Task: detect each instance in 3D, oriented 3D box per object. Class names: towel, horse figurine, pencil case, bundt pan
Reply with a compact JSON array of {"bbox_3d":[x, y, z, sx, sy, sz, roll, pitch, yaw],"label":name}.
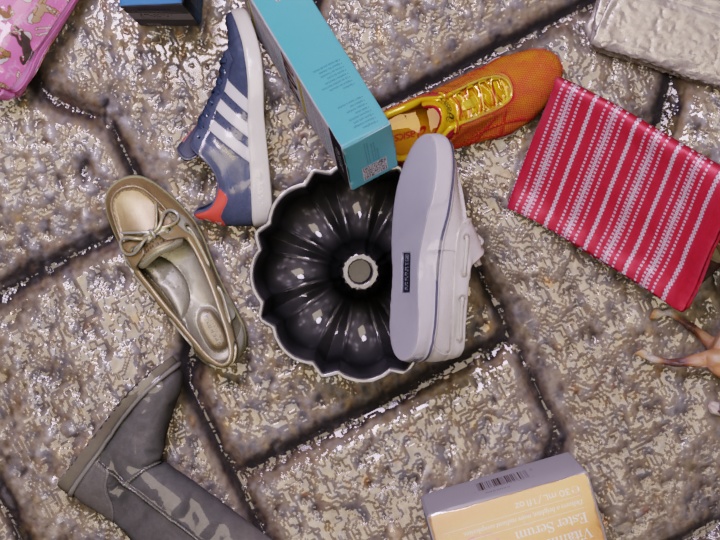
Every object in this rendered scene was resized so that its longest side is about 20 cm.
[{"bbox_3d":[0.233,-0.067,1.359,0.200,0.022,0.145,33,125,20],"label":"towel"},{"bbox_3d":[0.318,-0.241,1.416,0.200,0.034,0.133,19,93,-3],"label":"towel"},{"bbox_3d":[0.347,0.038,1.419,0.132,0.050,0.200,25,94,5],"label":"horse figurine"},{"bbox_3d":[-0.296,-0.252,1.382,0.083,0.087,0.200,33,92,-33],"label":"pencil case"},{"bbox_3d":[0.000,0.000,1.397,0.202,0.076,0.202,0,92,0],"label":"bundt pan"}]

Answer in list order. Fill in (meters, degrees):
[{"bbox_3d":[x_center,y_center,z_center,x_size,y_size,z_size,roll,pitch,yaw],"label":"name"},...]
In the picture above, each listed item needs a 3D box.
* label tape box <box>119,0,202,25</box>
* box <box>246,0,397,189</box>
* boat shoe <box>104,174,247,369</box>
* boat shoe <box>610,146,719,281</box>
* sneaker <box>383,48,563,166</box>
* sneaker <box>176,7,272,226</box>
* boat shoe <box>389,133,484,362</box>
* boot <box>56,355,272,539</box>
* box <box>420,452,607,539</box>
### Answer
[{"bbox_3d":[-0.174,-0.296,1.321,0.063,0.200,0.144,1,92,-1],"label":"label tape box"},{"bbox_3d":[-0.037,-0.175,1.348,0.049,0.082,0.200,-28,67,-6],"label":"box"},{"bbox_3d":[-0.170,0.001,1.401,0.073,0.063,0.201,-28,92,0],"label":"boat shoe"},{"bbox_3d":[0.257,-0.069,1.398,0.200,0.072,0.072,48,125,14],"label":"boat shoe"},{"bbox_3d":[0.098,-0.144,1.395,0.200,0.077,0.073,-27,91,-2],"label":"sneaker"},{"bbox_3d":[-0.128,-0.138,1.391,0.084,0.075,0.200,-4,91,-2],"label":"sneaker"},{"bbox_3d":[0.072,-0.018,1.335,0.070,0.071,0.200,4,88,-29],"label":"boat shoe"},{"bbox_3d":[-0.157,0.203,1.406,0.200,0.073,0.182,39,105,4],"label":"boot"},{"bbox_3d":[0.156,0.289,1.396,0.152,0.106,0.200,-17,92,0],"label":"box"}]
